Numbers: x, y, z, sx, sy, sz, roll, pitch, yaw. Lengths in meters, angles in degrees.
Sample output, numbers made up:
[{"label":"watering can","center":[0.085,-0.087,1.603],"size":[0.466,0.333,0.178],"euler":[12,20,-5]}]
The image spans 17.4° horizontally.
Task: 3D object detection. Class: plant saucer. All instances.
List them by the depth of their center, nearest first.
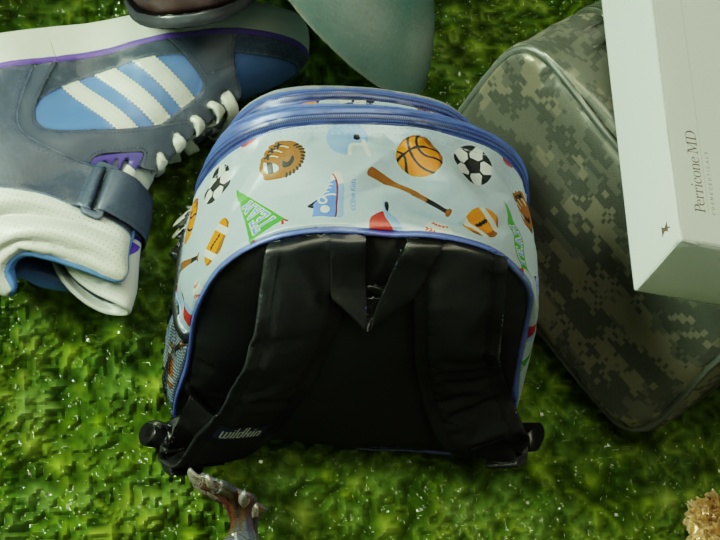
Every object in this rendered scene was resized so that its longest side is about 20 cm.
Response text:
[{"label":"plant saucer","center":[-0.013,-0.182,1.191],"size":[0.039,0.201,0.202],"euler":[-33,69,19]}]

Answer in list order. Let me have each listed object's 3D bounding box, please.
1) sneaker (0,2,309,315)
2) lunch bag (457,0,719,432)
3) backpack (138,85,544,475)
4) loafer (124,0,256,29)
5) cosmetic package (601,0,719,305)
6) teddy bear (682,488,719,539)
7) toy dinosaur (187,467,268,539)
[{"label":"sneaker","center":[-0.109,-0.048,1.168],"size":[0.199,0.081,0.147],"euler":[-8,75,-19]},{"label":"lunch bag","center":[0.158,-0.047,1.187],"size":[0.167,0.139,0.200],"euler":[-27,72,-40]},{"label":"backpack","center":[0.000,0.000,1.095],"size":[0.199,0.191,0.155],"euler":[-1,64,-11]},{"label":"loafer","center":[-0.079,-0.175,1.181],"size":[0.071,0.063,0.200],"euler":[-3,22,9]},{"label":"cosmetic package","center":[0.194,-0.074,1.098],"size":[0.150,0.052,0.201],"euler":[11,56,-20]},{"label":"teddy bear","center":[0.243,0.165,1.142],"size":[0.199,0.067,0.146],"euler":[-9,75,-23]},{"label":"toy dinosaur","center":[-0.095,0.180,1.051],"size":[0.199,0.105,0.182],"euler":[26,82,-12]}]
